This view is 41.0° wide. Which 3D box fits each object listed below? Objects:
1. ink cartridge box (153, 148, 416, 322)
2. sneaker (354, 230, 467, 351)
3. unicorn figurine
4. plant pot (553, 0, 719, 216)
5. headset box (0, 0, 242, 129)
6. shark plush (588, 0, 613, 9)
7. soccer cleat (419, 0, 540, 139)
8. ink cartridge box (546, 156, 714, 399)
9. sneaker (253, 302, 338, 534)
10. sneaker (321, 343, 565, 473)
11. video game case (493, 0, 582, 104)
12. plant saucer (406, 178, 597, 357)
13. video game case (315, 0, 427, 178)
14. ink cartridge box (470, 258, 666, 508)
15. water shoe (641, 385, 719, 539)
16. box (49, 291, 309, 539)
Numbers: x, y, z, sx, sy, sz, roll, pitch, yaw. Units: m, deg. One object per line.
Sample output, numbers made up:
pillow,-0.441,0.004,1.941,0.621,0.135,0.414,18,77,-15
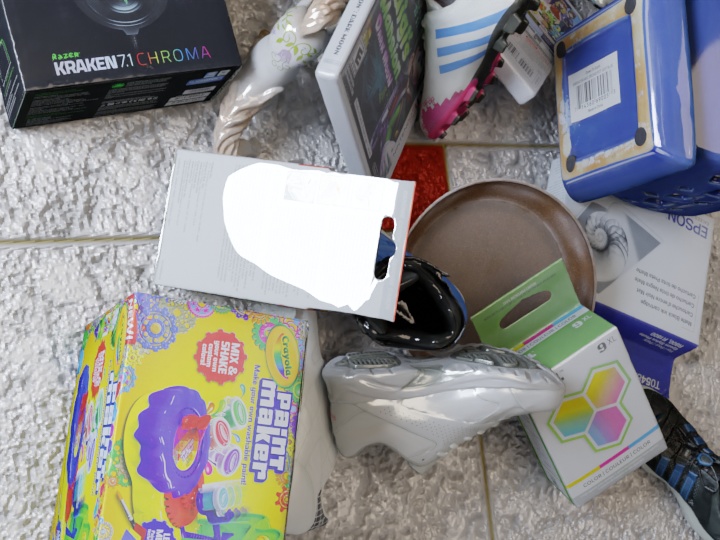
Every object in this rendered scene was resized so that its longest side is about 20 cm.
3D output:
ink cartridge box,-0.055,-0.026,0.746,0.199,0.050,0.110,9,88,17
sneaker,0.001,-0.001,0.786,0.199,0.111,0.077,34,95,-2
unicorn figurine,-0.071,-0.164,0.803,0.074,0.200,0.138,28,46,-4
plant pot,0.292,-0.160,0.892,0.179,0.200,0.201,0,84,-21
headset box,-0.208,-0.231,0.759,0.173,0.093,0.201,-13,86,-28
shark plush,0.254,-0.317,1.012,0.199,0.083,0.091,27,107,-17
soccer cleat,0.085,-0.200,0.851,0.086,0.200,0.070,41,56,7
ink cartridge box,0.264,0.007,0.976,0.199,0.041,0.201,20,72,-21
sneaker,-0.056,0.112,0.791,0.080,0.076,0.201,12,79,-37
sneaker,0.068,0.115,0.790,0.199,0.078,0.100,-1,103,-2
video game case,0.127,-0.280,0.940,0.200,0.023,0.182,47,44,-11
plant saucer,0.120,0.016,0.882,0.199,0.032,0.202,-2,97,-14
video game case,0.024,-0.178,0.821,0.023,0.200,0.183,16,69,18
ink cartridge box,0.188,0.103,0.862,0.104,0.059,0.201,-31,114,-7
water shoe,0.334,0.189,0.955,0.200,0.079,0.072,49,64,-10
box,-0.133,0.134,0.672,0.121,0.192,0.201,12,75,-24
